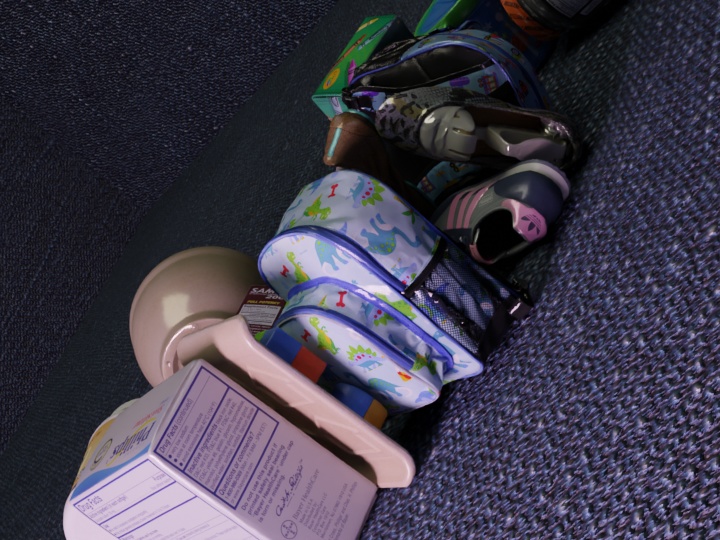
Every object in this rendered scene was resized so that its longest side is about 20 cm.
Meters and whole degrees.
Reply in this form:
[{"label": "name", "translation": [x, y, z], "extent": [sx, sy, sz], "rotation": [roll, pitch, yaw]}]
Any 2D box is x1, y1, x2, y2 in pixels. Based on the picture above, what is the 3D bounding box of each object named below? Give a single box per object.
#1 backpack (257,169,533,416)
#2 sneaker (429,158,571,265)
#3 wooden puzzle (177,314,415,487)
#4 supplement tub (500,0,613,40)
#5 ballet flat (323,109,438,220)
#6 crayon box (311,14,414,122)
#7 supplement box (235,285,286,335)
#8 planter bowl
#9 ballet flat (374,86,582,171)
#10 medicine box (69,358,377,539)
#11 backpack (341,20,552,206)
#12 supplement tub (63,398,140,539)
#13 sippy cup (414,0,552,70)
[{"label": "backpack", "translation": [0.009, 0.023, 1.187], "extent": [0.147, 0.200, 0.183], "rotation": [-54, 14, -28]}, {"label": "sneaker", "translation": [0.109, -0.035, 1.291], "extent": [0.200, 0.070, 0.082], "rotation": [-35, 19, 54]}, {"label": "wooden puzzle", "translation": [-0.054, 0.109, 1.197], "extent": [0.046, 0.200, 0.185], "rotation": [-53, 14, -22]}, {"label": "supplement tub", "translation": [0.247, -0.349, 1.512], "extent": [0.200, 0.122, 0.123], "rotation": [-40, 18, 39]}, {"label": "ballet flat", "translation": [0.018, -0.071, 1.347], "extent": [0.067, 0.200, 0.073], "rotation": [16, 68, 35]}, {"label": "crayon box", "translation": [0.048, -0.169, 1.540], "extent": [0.058, 0.200, 0.119], "rotation": [8, 58, 49]}, {"label": "supplement box", "translation": [-0.118, 0.124, 1.530], "extent": [0.060, 0.110, 0.201], "rotation": [3, 45, 25]}, {"label": "planter bowl", "translation": [-0.179, 0.088, 1.663], "extent": [0.201, 0.200, 0.135], "rotation": [-49, 18, 11]}, {"label": "ballet flat", "translation": [0.113, -0.126, 1.278], "extent": [0.072, 0.198, 0.073], "rotation": [-173, 90, -80]}, {"label": "medicine box", "translation": [-0.120, 0.195, 1.198], "extent": [0.182, 0.199, 0.103], "rotation": [-33, 23, 51]}, {"label": "backpack", "translation": [0.108, -0.164, 1.407], "extent": [0.199, 0.184, 0.134], "rotation": [-16, 19, 47]}, {"label": "supplement tub", "translation": [-0.259, 0.250, 1.622], "extent": [0.145, 0.144, 0.200], "rotation": [-47, 15, 18]}, {"label": "sippy cup", "translation": [0.153, -0.283, 1.633], "extent": [0.179, 0.130, 0.140], "rotation": [-53, 15, -3]}]
